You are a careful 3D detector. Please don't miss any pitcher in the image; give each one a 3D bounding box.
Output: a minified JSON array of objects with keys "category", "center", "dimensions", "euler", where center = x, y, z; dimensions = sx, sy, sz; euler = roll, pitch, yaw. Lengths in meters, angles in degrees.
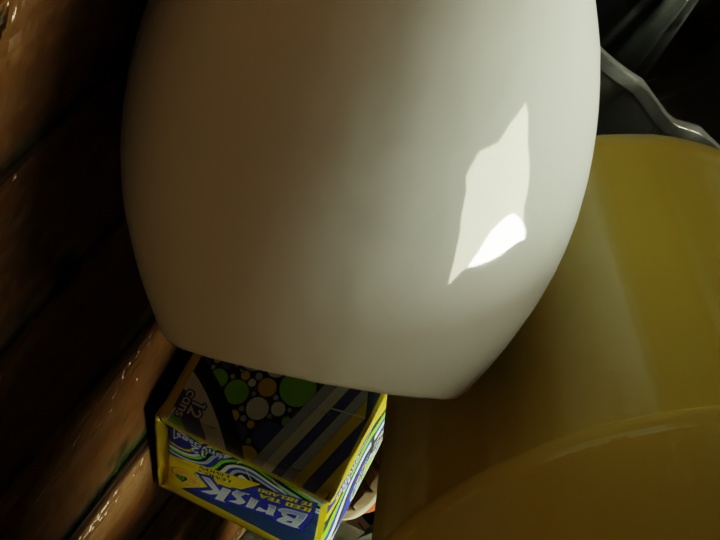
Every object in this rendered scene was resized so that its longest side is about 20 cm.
[{"category":"pitcher","center":[0.006,-0.074,0.531],"dimensions":[0.172,0.120,0.202],"euler":[-101,-158,-89]}]

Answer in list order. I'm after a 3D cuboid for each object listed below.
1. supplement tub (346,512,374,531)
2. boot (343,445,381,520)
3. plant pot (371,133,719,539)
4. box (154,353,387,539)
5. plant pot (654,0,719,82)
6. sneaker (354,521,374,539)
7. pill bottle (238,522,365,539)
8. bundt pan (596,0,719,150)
[{"category":"supplement tub","center":[0.053,0.085,1.033],"dimensions":[0.201,0.122,0.123],"euler":[100,17,-50]},{"category":"boot","center":[0.045,0.030,0.898],"dimensions":[0.107,0.075,0.201],"euler":[35,77,-41]},{"category":"plant pot","center":[0.085,0.072,0.577],"dimensions":[0.202,0.199,0.190],"euler":[100,-13,-49]},{"category":"box","center":[0.000,0.000,0.733],"dimensions":[0.064,0.070,0.201],"euler":[102,15,-62]},{"category":"plant pot","center":[0.130,-0.115,0.877],"dimensions":[0.202,0.092,0.201],"euler":[-61,167,-24]},{"category":"sneaker","center":[0.027,0.124,0.756],"dimensions":[0.199,0.088,0.075],"euler":[-22,93,-44]},{"category":"pill bottle","center":[-0.039,0.211,0.863],"dimensions":[0.112,0.111,0.201],"euler":[-49,159,-59]},{"category":"bundt pan","center":[0.085,-0.088,0.696],"dimensions":[0.076,0.202,0.202],"euler":[-42,-175,34]}]
